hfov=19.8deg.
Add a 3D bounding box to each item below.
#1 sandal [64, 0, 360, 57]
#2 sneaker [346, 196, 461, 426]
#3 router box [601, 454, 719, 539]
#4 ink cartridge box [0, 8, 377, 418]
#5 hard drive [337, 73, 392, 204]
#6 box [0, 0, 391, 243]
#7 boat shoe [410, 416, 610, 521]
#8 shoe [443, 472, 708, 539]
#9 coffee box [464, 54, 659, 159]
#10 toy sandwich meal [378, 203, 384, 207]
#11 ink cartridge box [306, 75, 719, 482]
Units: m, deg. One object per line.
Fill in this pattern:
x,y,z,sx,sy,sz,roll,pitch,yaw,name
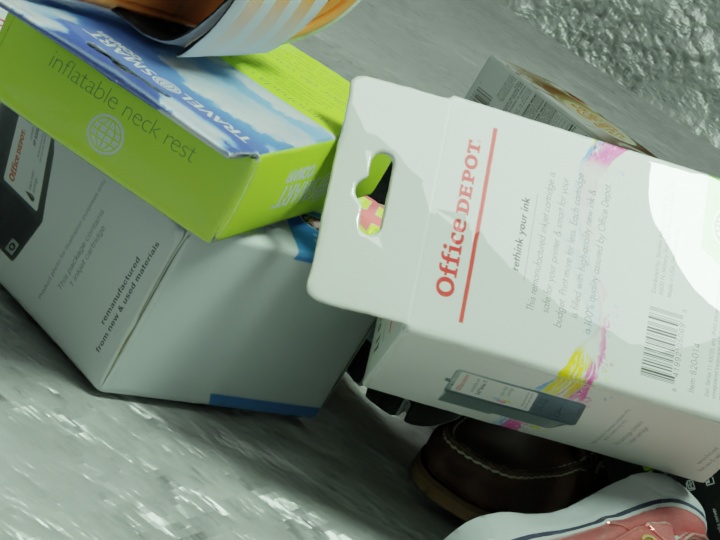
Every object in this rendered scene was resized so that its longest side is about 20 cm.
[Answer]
-0.070,-0.119,0.809,0.206,0.079,0.059,2,29,-36,sandal
0.000,0.000,0.999,0.200,0.078,0.090,45,29,23,sneaker
0.167,0.066,1.006,0.150,0.062,0.200,7,65,-60,router box
-0.103,-0.029,0.924,0.145,0.084,0.200,11,25,-51,ink cartridge box
-0.003,-0.098,1.490,0.139,0.033,0.200,29,14,-13,hard drive
-0.068,-0.069,0.864,0.122,0.048,0.200,33,18,14,box
0.090,0.080,0.999,0.070,0.070,0.200,36,16,20,boat shoe
0.107,0.140,0.833,0.091,0.072,0.200,41,22,28,shoe
0.187,-0.096,1.792,0.114,0.080,0.200,15,21,-48,coffee box
-0.008,-0.018,1.123,0.205,0.070,0.205,30,14,-8,toy sandwich meal
0.073,0.004,0.878,0.200,0.117,0.067,17,-28,-9,ink cartridge box
